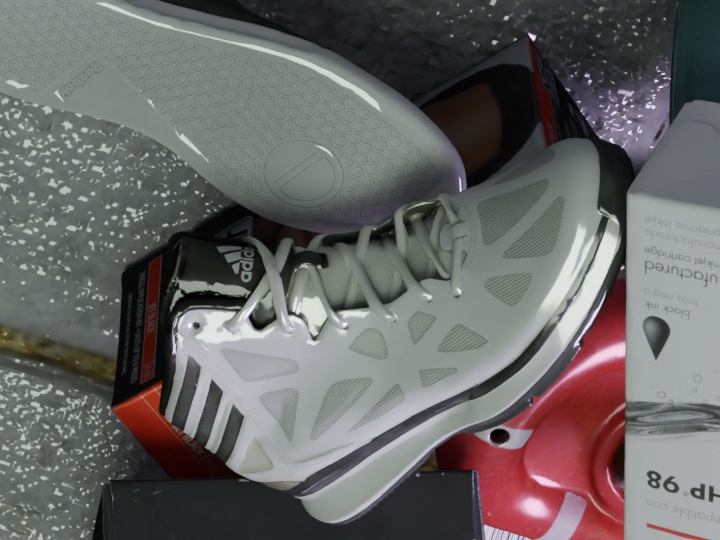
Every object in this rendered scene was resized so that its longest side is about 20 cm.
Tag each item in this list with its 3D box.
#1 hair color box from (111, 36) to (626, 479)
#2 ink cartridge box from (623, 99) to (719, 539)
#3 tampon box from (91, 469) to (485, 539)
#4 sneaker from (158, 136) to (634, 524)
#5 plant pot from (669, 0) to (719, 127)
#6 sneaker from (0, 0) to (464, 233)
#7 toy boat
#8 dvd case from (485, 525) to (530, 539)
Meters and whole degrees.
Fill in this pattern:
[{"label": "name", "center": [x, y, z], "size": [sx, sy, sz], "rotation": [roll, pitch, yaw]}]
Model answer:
[{"label": "hair color box", "center": [0.000, 0.000, 1.052], "size": [0.200, 0.102, 0.061], "rotation": [-29, 120, 16]}, {"label": "ink cartridge box", "center": [0.154, 0.051, 0.919], "size": [0.116, 0.067, 0.200], "rotation": [11, 127, 21]}, {"label": "tampon box", "center": [-0.035, 0.169, 1.084], "size": [0.149, 0.127, 0.200], "rotation": [-2, 160, -10]}, {"label": "sneaker", "center": [-0.001, 0.010, 0.926], "size": [0.115, 0.076, 0.200], "rotation": [26, 129, -27]}, {"label": "plant pot", "center": [0.210, -0.039, 0.989], "size": [0.187, 0.200, 0.200], "rotation": [0, 126, 11]}, {"label": "sneaker", "center": [-0.049, -0.084, 0.981], "size": [0.200, 0.099, 0.071], "rotation": [22, 124, -4]}, {"label": "toy boat", "center": [0.127, 0.087, 1.073], "size": [0.200, 0.131, 0.131], "rotation": [22, 120, -17]}, {"label": "dvd case", "center": [0.127, 0.053, 1.143], "size": [0.146, 0.022, 0.200], "rotation": [9, 123, -9]}]
